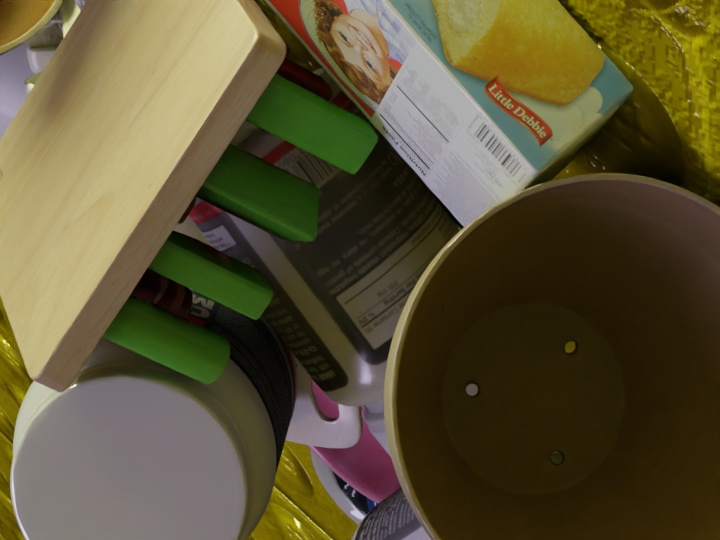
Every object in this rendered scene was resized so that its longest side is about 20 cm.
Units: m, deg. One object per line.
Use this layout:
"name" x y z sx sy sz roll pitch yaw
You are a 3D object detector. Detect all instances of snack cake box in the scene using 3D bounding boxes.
"snack cake box" 0.025 -0.121 1.069 0.200 0.067 0.115 49 163 4

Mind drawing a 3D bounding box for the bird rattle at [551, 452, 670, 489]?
"bird rattle" 0.152 0.165 1.206 0.112 0.164 0.201 4 136 21

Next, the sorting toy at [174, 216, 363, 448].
"sorting toy" -0.063 0.020 1.376 0.179 0.201 0.107 21 -168 15

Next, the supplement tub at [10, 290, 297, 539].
"supplement tub" -0.110 0.085 1.247 0.141 0.140 0.200 53 -168 -10

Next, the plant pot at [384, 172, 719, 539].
"plant pot" 0.098 0.061 1.070 0.201 0.200 0.134 51 170 -5

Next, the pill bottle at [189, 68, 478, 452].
"pill bottle" 0.000 0.000 1.258 0.200 0.114 0.114 53 161 -10

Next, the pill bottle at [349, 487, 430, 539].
"pill bottle" 0.062 0.173 1.378 0.114 0.114 0.200 50 141 0

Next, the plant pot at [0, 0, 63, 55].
"plant pot" -0.302 -0.189 1.420 0.187 0.186 0.200 53 145 -10

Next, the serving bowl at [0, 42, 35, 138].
"serving bowl" -0.214 -0.096 1.544 0.199 0.066 0.200 26 169 5

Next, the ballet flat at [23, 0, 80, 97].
"ballet flat" -0.173 -0.127 1.384 0.200 0.069 0.070 -108 -8 -56

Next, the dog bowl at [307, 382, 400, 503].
"dog bowl" -0.001 0.068 1.475 0.200 0.074 0.200 42 160 19

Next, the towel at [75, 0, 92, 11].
"towel" -0.135 -0.159 1.295 0.150 0.030 0.201 -96 -14 -50

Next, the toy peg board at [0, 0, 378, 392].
"toy peg board" -0.093 -0.054 1.155 0.097 0.201 0.199 27 -164 -30

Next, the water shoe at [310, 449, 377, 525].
"water shoe" 0.049 0.157 1.573 0.200 0.071 0.079 43 133 22
